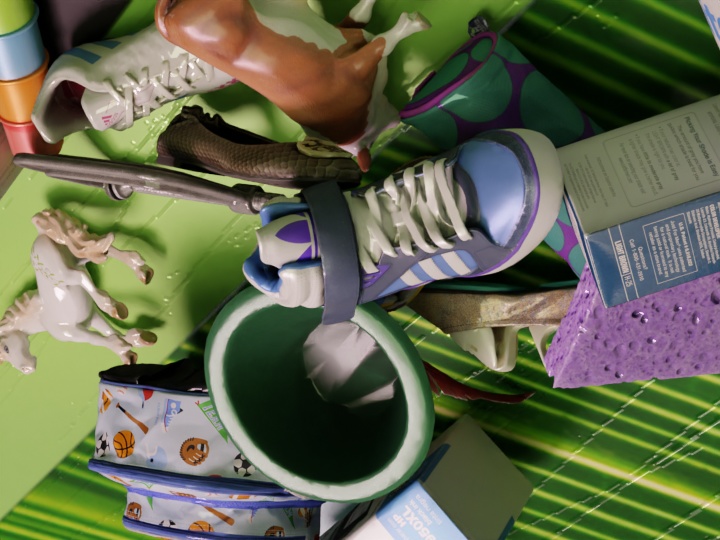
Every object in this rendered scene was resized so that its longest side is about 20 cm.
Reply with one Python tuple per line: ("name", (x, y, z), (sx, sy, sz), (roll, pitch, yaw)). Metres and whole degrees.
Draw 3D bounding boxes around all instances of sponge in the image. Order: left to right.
("sponge", (0.227, 0.025, 1.151), (0.199, 0.030, 0.112), (-4, 139, -17))

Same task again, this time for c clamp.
("c clamp", (-0.142, -0.059, 1.259), (0.199, 0.171, 0.027), (10, 91, 31))

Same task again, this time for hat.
("hat", (0.001, 0.059, 1.277), (0.165, 0.176, 0.201), (-12, 110, 25))

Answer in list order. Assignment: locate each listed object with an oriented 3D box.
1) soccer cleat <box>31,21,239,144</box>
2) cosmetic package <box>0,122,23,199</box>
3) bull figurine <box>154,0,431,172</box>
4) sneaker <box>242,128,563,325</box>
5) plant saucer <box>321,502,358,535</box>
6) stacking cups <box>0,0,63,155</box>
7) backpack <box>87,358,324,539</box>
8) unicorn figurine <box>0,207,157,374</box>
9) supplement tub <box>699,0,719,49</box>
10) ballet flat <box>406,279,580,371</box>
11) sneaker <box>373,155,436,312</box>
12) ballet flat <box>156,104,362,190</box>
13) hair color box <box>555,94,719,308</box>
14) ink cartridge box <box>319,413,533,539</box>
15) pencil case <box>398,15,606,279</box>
("soccer cleat", (-0.140, -0.131, 1.200), (0.199, 0.087, 0.070), (-15, 123, 33))
("cosmetic package", (-0.321, -0.133, 1.268), (0.074, 0.102, 0.201), (-4, 127, 26))
("bull figurine", (-0.033, -0.146, 1.133), (0.199, 0.065, 0.122), (25, 117, -33))
("sneaker", (0.013, -0.024, 1.068), (0.200, 0.146, 0.081), (-26, 76, 54))
("plant saucer", (0.005, 0.207, 1.445), (0.199, 0.036, 0.201), (5, 108, 17))
("stacking cups", (-0.247, -0.160, 1.239), (0.060, 0.061, 0.201), (7, 133, 18))
("backpack", (-0.113, 0.135, 1.340), (0.199, 0.155, 0.190), (-3, 164, 33))
("unicorn figurine", (-0.234, 0.029, 1.408), (0.137, 0.074, 0.201), (22, 122, 17))
("supplement tub", (0.244, -0.178, 0.960), (0.131, 0.132, 0.200), (-12, 124, 31))
("ballet flat", (0.119, 0.038, 1.246), (0.199, 0.068, 0.068), (-2, 87, 26))
("sneaker", (0.000, 0.000, 1.256), (0.075, 0.090, 0.200), (36, 133, -9))
("ballet flat", (-0.071, -0.082, 1.172), (0.067, 0.047, 0.200), (9, -178, -39))
("hair color box", (0.223, -0.056, 1.049), (0.199, 0.100, 0.061), (-18, 125, 5))
("ink cartridge box", (0.022, 0.219, 1.345), (0.084, 0.145, 0.200), (48, 114, 1))
("pencil case", (0.122, -0.067, 1.146), (0.200, 0.085, 0.092), (41, 170, -17))
